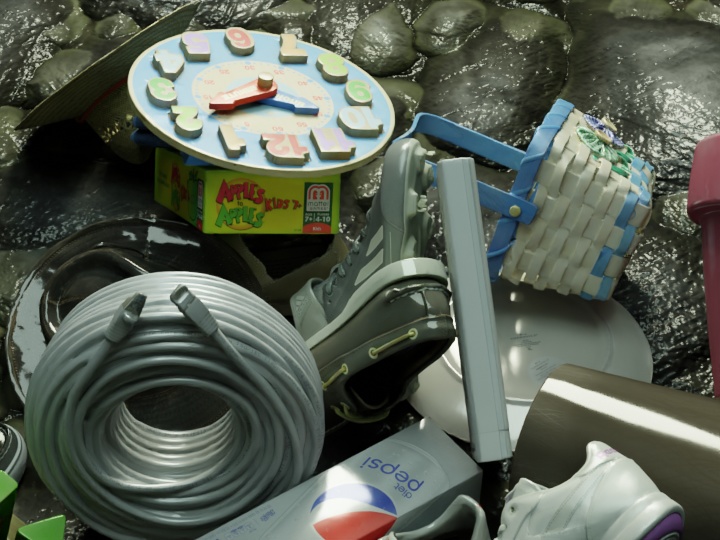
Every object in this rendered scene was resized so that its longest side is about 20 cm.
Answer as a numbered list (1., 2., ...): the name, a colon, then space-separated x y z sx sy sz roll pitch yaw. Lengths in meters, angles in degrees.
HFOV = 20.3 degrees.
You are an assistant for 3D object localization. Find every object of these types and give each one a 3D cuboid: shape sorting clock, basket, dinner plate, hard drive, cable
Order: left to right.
1. cable: -0.124 0.095 1.338 0.200 0.200 0.069 -38 31 23
2. shape sorting clock: -0.072 -0.128 1.481 0.199 0.039 0.200 9 38 -7
3. hard drive: 0.078 0.029 1.387 0.027 0.132 0.201 -8 86 1
4. basket: 0.123 -0.066 1.543 0.199 0.140 0.176 19 17 4
5. dinner plate: 0.121 0.058 1.514 0.199 0.024 0.201 1 44 -1
6. basket: 0.212 0.144 1.346 0.199 0.137 0.180 18 24 24

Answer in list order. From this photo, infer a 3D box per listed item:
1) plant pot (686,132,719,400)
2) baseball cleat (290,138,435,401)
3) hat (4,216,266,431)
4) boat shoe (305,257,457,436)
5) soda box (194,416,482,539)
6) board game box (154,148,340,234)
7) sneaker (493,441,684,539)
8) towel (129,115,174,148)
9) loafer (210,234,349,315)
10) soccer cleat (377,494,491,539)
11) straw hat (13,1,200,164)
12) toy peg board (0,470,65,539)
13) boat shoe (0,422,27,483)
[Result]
1. plant pot: 0.318 0.010 1.385 0.199 0.200 0.180 8 84 7
2. baseball cleat: 0.000 0.000 1.446 0.106 0.201 0.070 8 18 16
3. hat: -0.169 0.031 1.450 0.200 0.081 0.201 -3 65 6
4. boat shoe: 0.001 0.068 1.387 0.072 0.202 0.060 3 56 -33
5. soda box: -0.014 0.178 1.346 0.200 0.068 0.063 -25 49 -27
6. board game box: -0.090 -0.064 1.537 0.101 0.048 0.200 0 8 -16
7. sneaker: 0.112 0.195 1.280 0.200 0.075 0.100 -44 60 6
8. towel: -0.089 -0.123 1.611 0.111 0.049 0.200 7 9 28
9. loafer: -0.100 0.000 1.535 0.199 0.068 0.076 -11 44 -14
10. soccer cleat: 0.008 0.215 1.293 0.200 0.085 0.069 -29 51 -29
11. straw hat: -0.186 -0.136 1.658 0.201 0.201 0.085 -39 96 -35
12. toy peg board: -0.254 0.214 1.241 0.200 0.098 0.199 35 50 11
13. boat shoe: -0.312 0.156 1.369 0.200 0.057 0.069 -34 53 -32
